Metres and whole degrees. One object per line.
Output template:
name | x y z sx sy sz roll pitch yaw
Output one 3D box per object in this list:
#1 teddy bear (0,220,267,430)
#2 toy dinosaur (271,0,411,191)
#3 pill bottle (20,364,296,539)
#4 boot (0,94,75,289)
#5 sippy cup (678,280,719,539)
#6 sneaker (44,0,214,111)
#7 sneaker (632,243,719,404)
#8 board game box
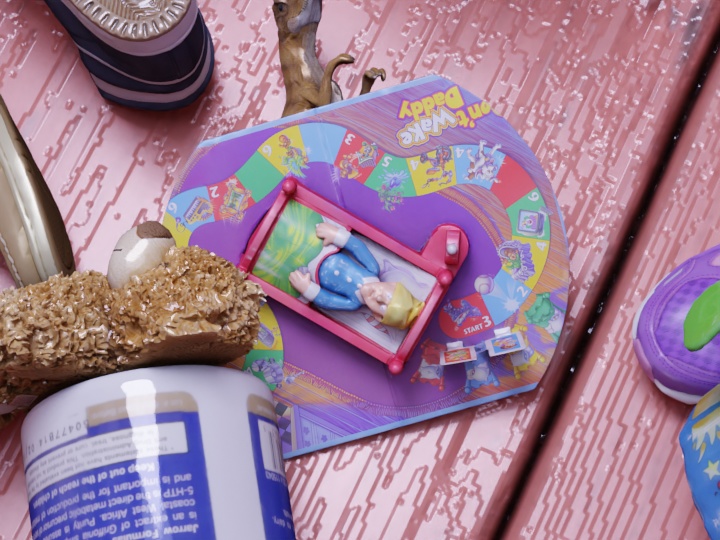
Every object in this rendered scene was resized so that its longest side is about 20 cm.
teddy bear | -0.143 0.028 0.979 0.199 0.144 0.067 -23 71 37
toy dinosaur | -0.024 -0.041 1.063 0.105 0.060 0.202 7 80 17
pill bottle | -0.083 0.155 0.953 0.119 0.120 0.202 -9 70 -1
boot | -0.241 -0.040 1.053 0.155 0.073 0.201 -29 70 -8
sippy cup | 0.219 0.076 0.950 0.130 0.139 0.179 -32 81 32
sneaker | -0.144 -0.162 1.077 0.070 0.109 0.200 -37 67 -8
sneaker | 0.224 0.001 1.009 0.199 0.089 0.081 -17 72 -2
board game box | 0.000 0.000 1.008 0.198 0.039 0.159 -15 94 2
